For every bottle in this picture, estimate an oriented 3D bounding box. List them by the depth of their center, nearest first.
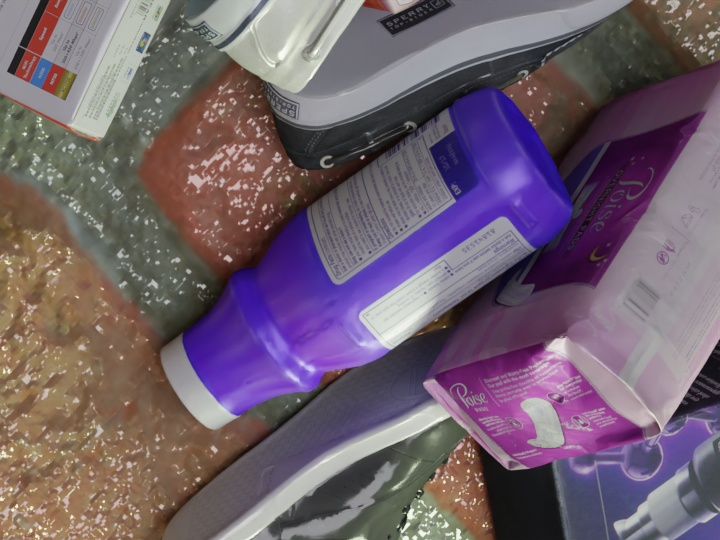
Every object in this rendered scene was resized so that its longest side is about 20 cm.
[{"bbox_3d":[0.000,0.000,1.151,0.200,0.084,0.065,-35,122,11],"label":"bottle"}]

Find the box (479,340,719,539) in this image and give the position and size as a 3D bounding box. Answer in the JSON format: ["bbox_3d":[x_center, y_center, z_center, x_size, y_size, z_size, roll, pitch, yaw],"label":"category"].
[{"bbox_3d":[0.171,0.117,1.241,0.199,0.104,0.149,-17,107,-16],"label":"box"}]

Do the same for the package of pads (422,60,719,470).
[{"bbox_3d":[0.125,-0.007,1.152,0.076,0.120,0.200,45,58,-16],"label":"package of pads"}]

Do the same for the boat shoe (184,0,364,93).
[{"bbox_3d":[0.021,-0.157,1.045,0.086,0.075,0.202,38,89,-19],"label":"boat shoe"}]

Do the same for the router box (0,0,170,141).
[{"bbox_3d":[-0.147,-0.183,1.048,0.179,0.049,0.201,27,92,11],"label":"router box"}]

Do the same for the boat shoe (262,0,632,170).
[{"bbox_3d":[0.046,-0.107,1.178,0.199,0.069,0.057,-23,140,-15],"label":"boat shoe"}]

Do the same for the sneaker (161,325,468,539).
[{"bbox_3d":[0.010,0.109,1.205,0.200,0.071,0.099,-35,116,-8],"label":"sneaker"}]

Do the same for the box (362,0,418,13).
[{"bbox_3d":[0.060,-0.211,1.138,0.200,0.095,0.103,-31,108,-11],"label":"box"}]
